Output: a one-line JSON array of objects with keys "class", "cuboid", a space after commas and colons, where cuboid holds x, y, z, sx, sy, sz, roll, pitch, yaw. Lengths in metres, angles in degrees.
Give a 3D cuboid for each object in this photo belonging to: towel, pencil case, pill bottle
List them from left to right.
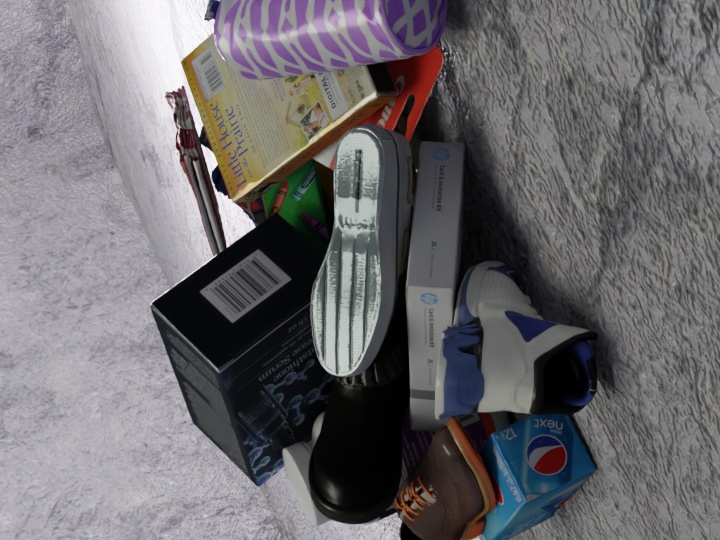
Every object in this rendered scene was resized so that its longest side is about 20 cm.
[{"class": "towel", "cuboid": [-0.154, -0.080, 1.479, 0.200, 0.023, 0.144, -111, 6, -63]}, {"class": "pencil case", "cuboid": [-0.026, -0.199, 1.206, 0.200, 0.086, 0.084, 1, 155, 41]}, {"class": "pill bottle", "cuboid": [0.034, 0.163, 1.425, 0.112, 0.200, 0.113, 159, 90, -76]}]

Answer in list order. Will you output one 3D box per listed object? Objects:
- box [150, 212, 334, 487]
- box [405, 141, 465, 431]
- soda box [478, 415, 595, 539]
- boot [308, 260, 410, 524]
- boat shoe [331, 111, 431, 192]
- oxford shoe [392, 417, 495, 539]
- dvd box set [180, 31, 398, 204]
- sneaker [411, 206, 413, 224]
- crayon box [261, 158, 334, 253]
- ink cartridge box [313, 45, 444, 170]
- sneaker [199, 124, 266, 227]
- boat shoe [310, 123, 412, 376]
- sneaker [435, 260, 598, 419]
[{"class": "box", "cuboid": [-0.087, 0.076, 1.416, 0.107, 0.148, 0.200, 40, 157, 31]}, {"class": "box", "cuboid": [0.064, 0.016, 1.286, 0.200, 0.041, 0.156, 84, -170, -50]}, {"class": "soda box", "cuboid": [0.138, 0.180, 1.321, 0.200, 0.068, 0.064, 105, 141, -69]}, {"class": "boot", "cuboid": [0.000, 0.089, 1.298, 0.211, 0.079, 0.158, -78, -10, -45]}, {"class": "boat shoe", "cuboid": [0.005, -0.119, 1.392, 0.200, 0.074, 0.076, -130, 23, -63]}, {"class": "oxford shoe", "cuboid": [0.067, 0.193, 1.311, 0.200, 0.072, 0.071, 88, 156, -56]}, {"class": "dvd box set", "cuboid": [-0.065, -0.165, 1.317, 0.200, 0.029, 0.147, -33, 72, 40]}, {"class": "sneaker", "cuboid": [0.002, 0.002, 1.418, 0.060, 0.104, 0.200, 44, 123, 7]}, {"class": "crayon box", "cuboid": [-0.052, -0.121, 1.481, 0.200, 0.058, 0.119, -82, -14, -50]}, {"class": "ink cartridge box", "cuboid": [-0.015, -0.164, 1.309, 0.162, 0.050, 0.200, -66, 33, 28]}, {"class": "sneaker", "cuboid": [-0.108, -0.092, 1.551, 0.200, 0.078, 0.075, 76, -164, -44]}, {"class": "boat shoe", "cuboid": [0.013, -0.015, 1.223, 0.073, 0.067, 0.201, 17, 102, 35]}, {"class": "sneaker", "cuboid": [0.123, 0.064, 1.163, 0.199, 0.115, 0.081, -61, -22, -67]}]
